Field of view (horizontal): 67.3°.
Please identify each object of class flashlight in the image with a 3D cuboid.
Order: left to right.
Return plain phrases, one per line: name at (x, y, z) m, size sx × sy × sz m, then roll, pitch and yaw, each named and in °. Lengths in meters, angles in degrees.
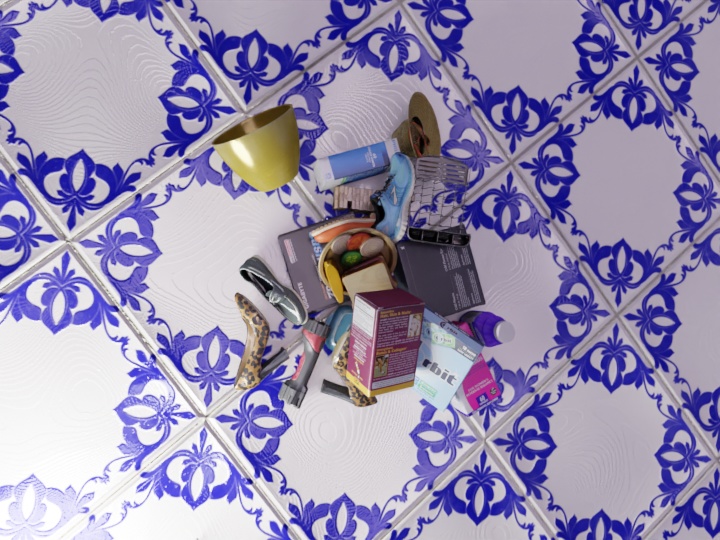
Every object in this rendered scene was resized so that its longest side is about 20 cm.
flashlight at (-0.135, 0.212, 1.269) m, size 0.067 × 0.068 × 0.203 m, roll 25°, pitch 87°, yaw -17°

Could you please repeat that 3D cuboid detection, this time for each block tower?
block tower at (0.033, -0.166, 1.322) m, size 0.196 × 0.054 × 0.059 m, roll 4°, pitch 87°, yaw -10°

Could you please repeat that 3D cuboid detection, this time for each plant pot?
plant pot at (-0.215, -0.266, 1.227) m, size 0.198 × 0.200 × 0.144 m, roll -30°, pitch 118°, yaw -11°

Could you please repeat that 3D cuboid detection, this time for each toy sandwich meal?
toy sandwich meal at (0.000, 0.000, 1.212) m, size 0.201 × 0.071 × 0.208 m, roll -7°, pitch 129°, yaw -9°

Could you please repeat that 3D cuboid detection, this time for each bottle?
bottle at (0.300, 0.139, 1.283) m, size 0.065 × 0.200 × 0.085 m, roll -31°, pitch 94°, yaw -10°

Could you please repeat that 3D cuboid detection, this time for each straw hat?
straw hat at (0.123, -0.326, 1.327) m, size 0.084 × 0.200 × 0.206 m, roll -7°, pitch 88°, yaw 32°

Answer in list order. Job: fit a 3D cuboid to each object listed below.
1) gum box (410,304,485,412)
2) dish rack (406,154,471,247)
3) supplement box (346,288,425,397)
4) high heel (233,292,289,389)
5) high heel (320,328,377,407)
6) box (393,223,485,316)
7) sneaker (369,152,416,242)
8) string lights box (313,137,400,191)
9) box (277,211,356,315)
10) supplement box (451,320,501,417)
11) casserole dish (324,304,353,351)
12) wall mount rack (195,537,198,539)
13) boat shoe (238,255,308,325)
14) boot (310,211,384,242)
gum box at (0.165, 0.201, 1.236) m, size 0.169 × 0.044 × 0.202 m, roll 34°, pitch 126°, yaw 16°
dish rack at (0.183, -0.161, 1.240) m, size 0.150 × 0.055 × 0.205 m, roll 6°, pitch 92°, yaw -11°
supplement box at (0.052, 0.154, 1.180) m, size 0.129 × 0.103 × 0.204 m, roll -3°, pitch 108°, yaw -32°
high heel at (-0.268, 0.165, 1.228) m, size 0.142 × 0.071 × 0.202 m, roll -35°, pitch 103°, yaw -17°
high heel at (-0.002, 0.228, 1.257) m, size 0.140 × 0.072 × 0.203 m, roll 18°, pitch 120°, yaw -5°
box at (0.181, 0.011, 1.316) m, size 0.179 × 0.104 × 0.204 m, roll -15°, pitch 90°, yaw -12°
sneaker at (0.068, -0.171, 1.218) m, size 0.088 × 0.078 × 0.204 m, roll 11°, pitch 83°, yaw -18°
string lights box at (-0.008, -0.251, 1.293) m, size 0.196 × 0.103 × 0.060 m, roll -18°, pitch 90°, yaw -12°
box at (-0.078, -0.016, 1.297) m, size 0.195 × 0.050 × 0.204 m, roll -17°, pitch 90°, yaw -12°
supplement box at (0.244, 0.236, 1.319) m, size 0.100 × 0.103 × 0.203 m, roll -27°, pitch 91°, yaw -9°
casserole dish at (0.007, 0.164, 1.308) m, size 0.197 × 0.039 × 0.123 m, roll 26°, pitch 84°, yaw -9°
wall mount rack at (-0.336, 0.700, 1.197) m, size 0.196 × 0.075 × 0.177 m, roll 17°, pitch 84°, yaw -9°
boat shoe at (-0.203, 0.055, 1.246) m, size 0.201 × 0.062 × 0.073 m, roll 49°, pitch 124°, yaw 2°
boot at (-0.015, -0.071, 1.253) m, size 0.196 × 0.075 × 0.110 m, roll -9°, pitch 92°, yaw -16°
